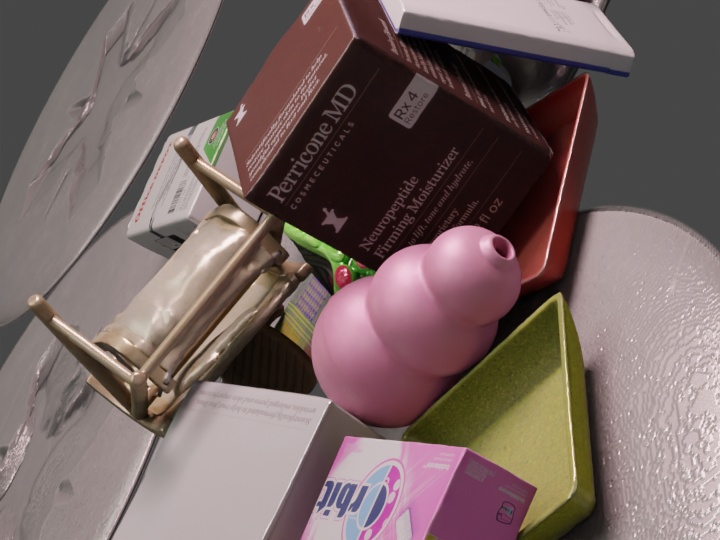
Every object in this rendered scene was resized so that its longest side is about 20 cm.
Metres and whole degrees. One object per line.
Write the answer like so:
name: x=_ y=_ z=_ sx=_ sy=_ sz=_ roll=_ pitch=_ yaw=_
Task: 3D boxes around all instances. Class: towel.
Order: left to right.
towel: x=-0.040 y=0.046 z=1.859 sx=0.200 sy=0.023 sz=0.144 roll=-59 pitch=22 yaw=4

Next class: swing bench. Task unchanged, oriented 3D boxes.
swing bench: x=-0.152 y=0.027 z=1.656 sx=0.199 sy=0.130 sz=0.200 roll=-50 pitch=-22 yaw=-13

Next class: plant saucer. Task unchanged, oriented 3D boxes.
plant saucer: x=0.104 y=0.148 z=1.391 sx=0.200 sy=0.048 sz=0.200 roll=-45 pitch=26 yaw=34
plant saucer: x=0.123 y=-0.043 z=1.595 sx=0.200 sy=0.037 sz=0.200 roll=-31 pitch=37 yaw=52

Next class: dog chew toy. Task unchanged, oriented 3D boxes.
dog chew toy: x=0.050 y=0.037 z=1.495 sx=0.200 sy=0.124 sz=0.125 roll=-43 pitch=28 yaw=37

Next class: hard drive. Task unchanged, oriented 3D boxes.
hard drive: x=0.116 y=-0.211 z=1.598 sx=0.132 sy=0.200 sz=0.025 roll=-109 pitch=32 yaw=-62

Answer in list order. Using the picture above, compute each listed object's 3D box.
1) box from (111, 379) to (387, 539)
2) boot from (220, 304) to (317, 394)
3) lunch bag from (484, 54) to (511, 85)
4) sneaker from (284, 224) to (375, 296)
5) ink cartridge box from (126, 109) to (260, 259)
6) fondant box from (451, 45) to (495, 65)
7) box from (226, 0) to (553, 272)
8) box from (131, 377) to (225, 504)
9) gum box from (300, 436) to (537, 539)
box: x=-0.080 y=0.210 z=1.540 sx=0.199 sy=0.131 sz=0.200 roll=4 pitch=63 yaw=52
boot: x=-0.105 y=0.052 z=1.833 sx=0.166 sy=0.200 sz=0.072 roll=-29 pitch=-42 yaw=-64
lunch bag: x=0.053 y=-0.138 z=1.804 sx=0.200 sy=0.082 sz=0.161 roll=-53 pitch=26 yaw=20
sneaker: x=0.000 y=0.000 z=1.741 sx=0.077 sy=0.084 sz=0.200 roll=-37 pitch=50 yaw=1
ink cartridge box: x=-0.182 y=-0.095 z=2.250 sx=0.200 sy=0.083 sz=0.147 roll=-9 pitch=55 yaw=62
fondant box: x=0.084 y=-0.295 z=1.715 sx=0.144 sy=0.200 sz=0.058 roll=-42 pitch=-8 yaw=-14
box: x=0.020 y=-0.109 z=1.585 sx=0.166 sy=0.200 sz=0.164 roll=-54 pitch=23 yaw=18
box: x=-0.158 y=0.190 z=1.859 sx=0.200 sy=0.060 sz=0.117 roll=-67 pitch=22 yaw=3
gum box: x=0.029 y=0.185 z=1.354 sx=0.200 sy=0.066 sz=0.114 roll=-5 pitch=57 yaw=64
